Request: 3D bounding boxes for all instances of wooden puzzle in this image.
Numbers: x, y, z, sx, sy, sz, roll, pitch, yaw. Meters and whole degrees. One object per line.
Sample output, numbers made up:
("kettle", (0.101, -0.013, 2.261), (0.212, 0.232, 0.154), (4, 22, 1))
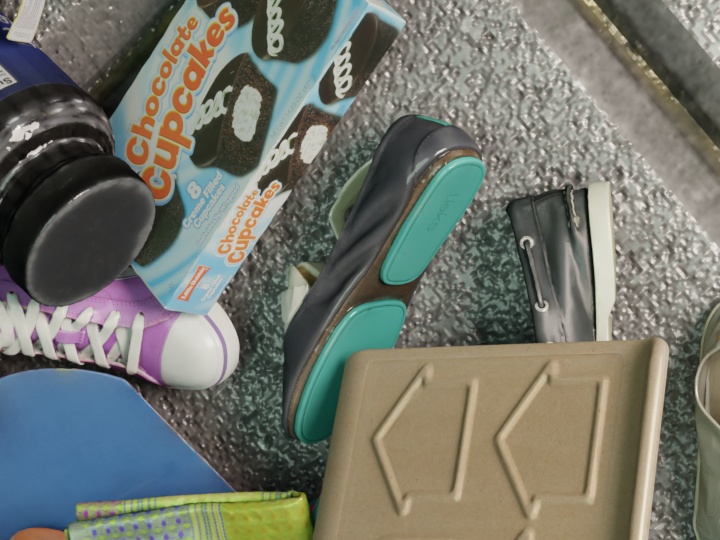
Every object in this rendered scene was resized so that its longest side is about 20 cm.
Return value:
("wooden puzzle", (0.060, 0.128, 0.808), (0.199, 0.046, 0.186), (-6, 63, 37))

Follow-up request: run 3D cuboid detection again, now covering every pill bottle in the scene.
("pill bottle", (-0.206, -0.074, 0.900), (0.200, 0.112, 0.112), (42, 108, 25))

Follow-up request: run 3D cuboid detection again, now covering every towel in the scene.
("towel", (-0.081, 0.220, 0.889), (0.143, 0.023, 0.201), (-5, 98, 9))

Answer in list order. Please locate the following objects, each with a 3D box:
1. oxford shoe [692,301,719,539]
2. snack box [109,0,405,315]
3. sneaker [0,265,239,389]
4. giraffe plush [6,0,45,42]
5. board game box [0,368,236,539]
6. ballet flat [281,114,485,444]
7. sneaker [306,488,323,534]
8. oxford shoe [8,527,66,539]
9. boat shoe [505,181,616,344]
("oxford shoe", (0.209, 0.112, 0.862), (0.075, 0.058, 0.201), (-4, 99, 14))
("snack box", (-0.072, -0.089, 0.900), (0.116, 0.037, 0.200), (47, 110, 35))
("sneaker", (-0.175, 0.034, 0.926), (0.199, 0.114, 0.073), (21, 122, 15))
("giraffe plush", (-0.200, -0.244, 0.881), (0.162, 0.173, 0.201), (29, 88, 22))
("board game box", (-0.147, 0.126, 0.967), (0.158, 0.039, 0.200), (-31, 112, 29))
("ballet flat", (0.000, 0.000, 0.907), (0.073, 0.073, 0.201), (32, 112, 9))
("sneaker", (0.013, 0.168, 0.911), (0.120, 0.084, 0.201), (7, 92, 10))
("oxford shoe", (-0.122, 0.215, 0.949), (0.199, 0.073, 0.072), (14, 127, 3))
("boat shoe", (0.103, 0.054, 0.872), (0.066, 0.074, 0.201), (0, 95, 10))
